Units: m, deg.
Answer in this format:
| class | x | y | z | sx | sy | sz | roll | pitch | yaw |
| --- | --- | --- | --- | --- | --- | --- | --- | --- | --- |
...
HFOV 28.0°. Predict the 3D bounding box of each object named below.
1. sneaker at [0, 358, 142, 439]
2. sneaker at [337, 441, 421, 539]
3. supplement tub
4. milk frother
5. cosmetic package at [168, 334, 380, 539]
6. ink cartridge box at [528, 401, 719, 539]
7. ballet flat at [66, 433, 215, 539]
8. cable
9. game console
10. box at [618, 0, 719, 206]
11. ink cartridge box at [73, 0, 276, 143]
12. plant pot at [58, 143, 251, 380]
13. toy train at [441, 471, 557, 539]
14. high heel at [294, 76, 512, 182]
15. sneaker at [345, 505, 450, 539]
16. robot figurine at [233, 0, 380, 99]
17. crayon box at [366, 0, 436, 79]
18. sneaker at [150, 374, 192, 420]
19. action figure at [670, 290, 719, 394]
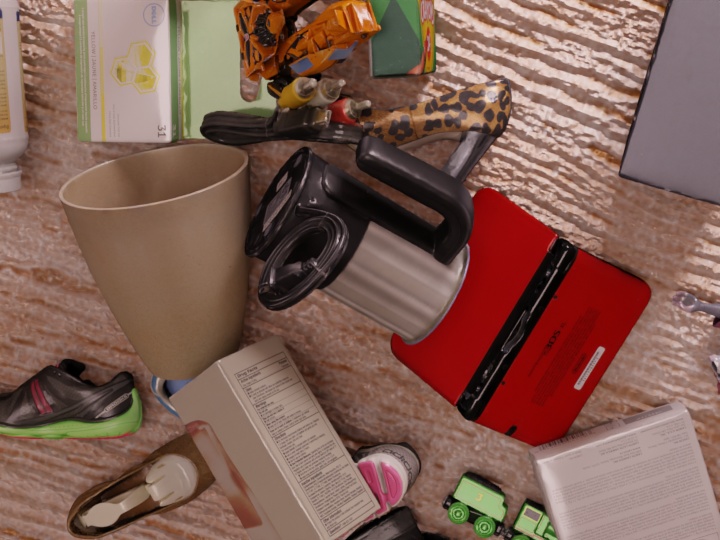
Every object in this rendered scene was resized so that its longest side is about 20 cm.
| class | x | y | z | sx | sy | sz | roll | pitch | yaw |
| --- | --- | --- | --- | --- | --- | --- | --- | --- | --- |
| sneaker | -0.324 | 0.136 | 1.526 | 0.198 | 0.077 | 0.084 | -1 | 82 | 8 |
| sneaker | -0.011 | 0.230 | 1.474 | 0.200 | 0.087 | 0.074 | -35 | 85 | 37 |
| supplement tub | -0.408 | -0.177 | 1.444 | 0.143 | 0.144 | 0.202 | 0 | 99 | 11 |
| milk frother | 0.000 | 0.000 | 1.329 | 0.187 | 0.201 | 0.180 | 29 | 146 | -17 |
| cosmetic package | -0.083 | 0.176 | 1.389 | 0.087 | 0.103 | 0.201 | -36 | 81 | 36 |
| ink cartridge box | 0.271 | 0.249 | 1.423 | 0.160 | 0.050 | 0.201 | -18 | 98 | 2 |
| ballet flat | -0.228 | 0.232 | 1.513 | 0.199 | 0.072 | 0.068 | -25 | 94 | 13 |
| cable | -0.069 | -0.147 | 1.378 | 0.199 | 0.097 | 0.051 | 0 | 74 | 51 |
| game console | 0.158 | 0.049 | 1.438 | 0.172 | 0.119 | 0.201 | 23 | 105 | -26 |
| box | 0.308 | -0.173 | 1.288 | 0.103 | 0.182 | 0.201 | 16 | 101 | 8 |
| ink cartridge box | -0.186 | -0.201 | 1.449 | 0.198 | 0.048 | 0.147 | 2 | 99 | 13 |
| plant pot | -0.184 | -0.002 | 1.428 | 0.186 | 0.188 | 0.201 | -5 | 113 | 12 |
| toy train | 0.178 | 0.266 | 1.460 | 0.199 | 0.042 | 0.057 | 26 | 92 | 6 |
| high heel | 0.043 | -0.169 | 1.407 | 0.199 | 0.071 | 0.143 | 36 | 93 | 6 |
| sneaker | 0.017 | 0.318 | 1.487 | 0.199 | 0.060 | 0.105 | -32 | 88 | 11 |
| robot figurine | -0.058 | -0.239 | 1.347 | 0.200 | 0.058 | 0.146 | -20 | 79 | 55 |
| crayon box | 0.037 | -0.283 | 1.351 | 0.050 | 0.127 | 0.202 | -2 | 99 | 10 |
| sneaker | -0.126 | 0.150 | 1.482 | 0.199 | 0.072 | 0.072 | 24 | 101 | 5 |
| action figure | 0.398 | 0.042 | 1.368 | 0.148 | 0.134 | 0.201 | 10 | 121 | -34 |
